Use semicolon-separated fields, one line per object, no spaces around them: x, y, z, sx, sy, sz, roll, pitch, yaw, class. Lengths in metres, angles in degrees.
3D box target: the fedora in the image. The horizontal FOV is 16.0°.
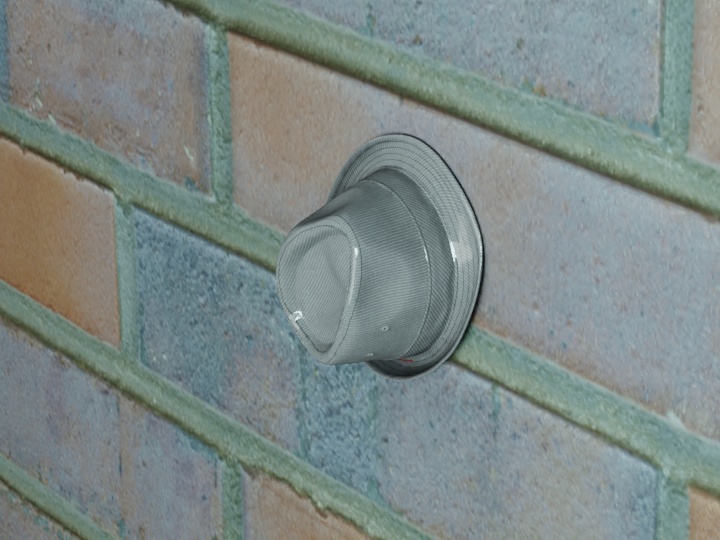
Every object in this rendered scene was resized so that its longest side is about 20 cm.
0.000;0.000;1.937;0.178;0.090;0.200;61;144;19;fedora
